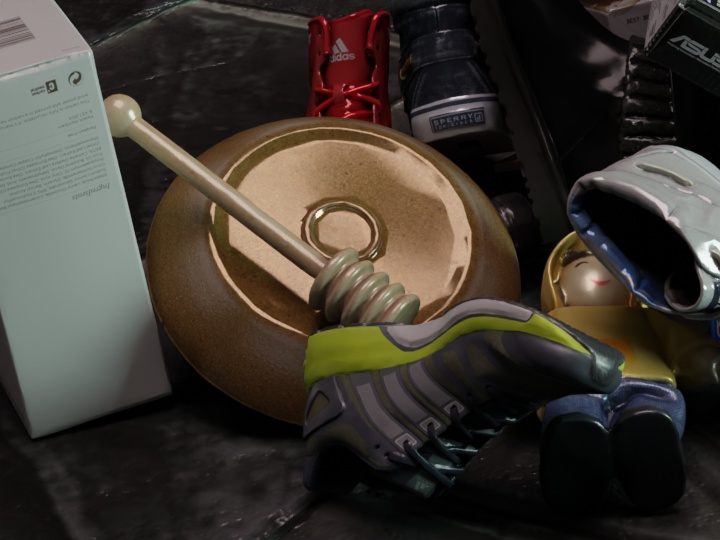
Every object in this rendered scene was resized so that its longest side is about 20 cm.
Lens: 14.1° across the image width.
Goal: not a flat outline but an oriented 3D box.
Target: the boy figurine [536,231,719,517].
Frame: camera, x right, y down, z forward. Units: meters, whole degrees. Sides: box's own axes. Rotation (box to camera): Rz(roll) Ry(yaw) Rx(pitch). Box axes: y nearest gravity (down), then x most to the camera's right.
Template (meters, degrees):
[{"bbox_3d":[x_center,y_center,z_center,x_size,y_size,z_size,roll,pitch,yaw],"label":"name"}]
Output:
[{"bbox_3d":[0.127,0.046,1.458,0.124,0.065,0.200,-4,30,6],"label":"boy figurine"}]

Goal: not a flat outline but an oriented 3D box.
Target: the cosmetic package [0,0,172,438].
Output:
[{"bbox_3d":[-0.166,-0.030,1.508,0.084,0.201,0.108,-17,27,-14],"label":"cosmetic package"}]

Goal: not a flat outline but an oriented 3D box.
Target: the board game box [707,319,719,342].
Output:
[{"bbox_3d":[0.265,-0.016,1.576,0.151,0.045,0.200,-1,26,10],"label":"board game box"}]

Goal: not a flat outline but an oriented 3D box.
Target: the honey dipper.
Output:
[{"bbox_3d":[-0.058,-0.027,1.480,0.200,0.038,0.038,36,41,17],"label":"honey dipper"}]

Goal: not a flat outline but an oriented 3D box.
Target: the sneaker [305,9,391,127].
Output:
[{"bbox_3d":[-0.015,-0.082,1.683,0.078,0.116,0.200,-5,26,0],"label":"sneaker"}]

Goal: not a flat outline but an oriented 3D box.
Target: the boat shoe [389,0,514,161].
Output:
[{"bbox_3d":[0.057,-0.113,1.678,0.070,0.091,0.200,-9,-4,2],"label":"boat shoe"}]

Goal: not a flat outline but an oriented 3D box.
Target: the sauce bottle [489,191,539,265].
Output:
[{"bbox_3d":[0.000,0.000,1.577,0.199,0.065,0.065,-12,27,-18],"label":"sauce bottle"}]

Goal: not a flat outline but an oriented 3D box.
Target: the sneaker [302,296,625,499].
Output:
[{"bbox_3d":[0.046,0.066,1.378,0.074,0.081,0.200,24,-24,-35],"label":"sneaker"}]

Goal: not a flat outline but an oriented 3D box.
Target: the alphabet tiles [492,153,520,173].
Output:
[{"bbox_3d":[0.182,-0.078,1.690,0.199,0.008,0.167,-8,6,14],"label":"alphabet tiles"}]

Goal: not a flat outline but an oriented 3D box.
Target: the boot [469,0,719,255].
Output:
[{"bbox_3d":[0.153,-0.117,1.581,0.157,0.212,0.079,-19,-12,13],"label":"boot"}]

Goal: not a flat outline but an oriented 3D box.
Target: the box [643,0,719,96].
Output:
[{"bbox_3d":[0.249,-0.142,1.546,0.192,0.048,0.200,26,42,-9],"label":"box"}]

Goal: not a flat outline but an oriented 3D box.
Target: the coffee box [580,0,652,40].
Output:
[{"bbox_3d":[0.169,-0.140,1.759,0.112,0.080,0.200,-13,14,-13],"label":"coffee box"}]

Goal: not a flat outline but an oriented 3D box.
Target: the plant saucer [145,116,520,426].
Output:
[{"bbox_3d":[-0.012,-0.010,1.520,0.199,0.036,0.201,4,55,-6],"label":"plant saucer"}]

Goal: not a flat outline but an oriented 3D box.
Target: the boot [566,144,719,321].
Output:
[{"bbox_3d":[0.188,0.015,1.429,0.200,0.074,0.095,38,29,21],"label":"boot"}]
